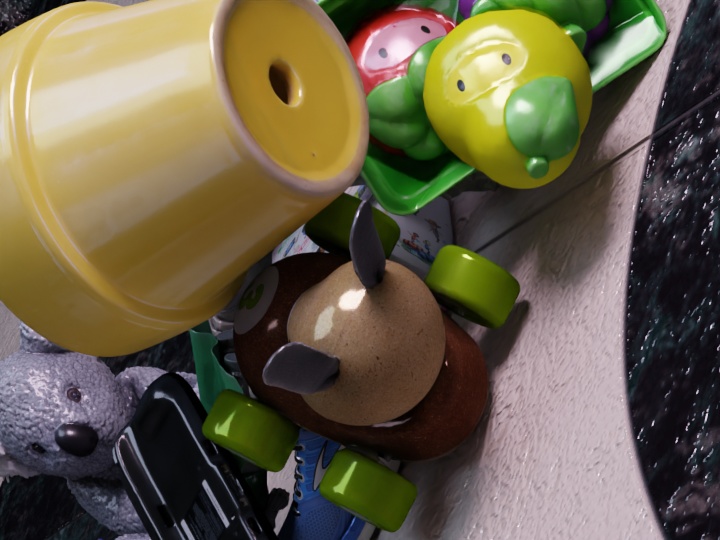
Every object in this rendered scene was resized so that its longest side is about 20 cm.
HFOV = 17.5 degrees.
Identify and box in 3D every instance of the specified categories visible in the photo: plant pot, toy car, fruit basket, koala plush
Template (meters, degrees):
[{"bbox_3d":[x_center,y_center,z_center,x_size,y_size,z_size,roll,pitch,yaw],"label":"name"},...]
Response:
[{"bbox_3d":[-0.104,-0.073,1.326,0.188,0.201,0.202,-23,41,36],"label":"plant pot"},{"bbox_3d":[-0.012,0.034,1.300,0.165,0.157,0.200,-63,-16,-8],"label":"toy car"},{"bbox_3d":[0.070,-0.126,1.349,0.215,0.156,0.216,-34,5,4],"label":"fruit basket"},{"bbox_3d":[-0.197,0.121,1.753,0.178,0.199,0.184,-62,17,10],"label":"koala plush"}]

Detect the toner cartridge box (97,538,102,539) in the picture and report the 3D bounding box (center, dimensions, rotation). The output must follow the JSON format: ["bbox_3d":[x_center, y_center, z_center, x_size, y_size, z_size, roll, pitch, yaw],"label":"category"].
[{"bbox_3d":[-0.143,0.257,1.576,0.043,0.095,0.200,-51,18,4],"label":"toner cartridge box"}]

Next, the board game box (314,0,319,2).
[{"bbox_3d":[0.025,-0.203,1.551,0.200,0.199,0.043,-65,22,-3],"label":"board game box"}]

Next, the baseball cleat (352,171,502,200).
[{"bbox_3d":[0.006,-0.100,1.507,0.070,0.198,0.107,91,-172,-61],"label":"baseball cleat"}]

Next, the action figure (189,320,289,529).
[{"bbox_3d":[-0.076,0.136,1.508,0.118,0.054,0.201,-115,22,-61],"label":"action figure"}]

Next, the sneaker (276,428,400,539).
[{"bbox_3d":[-0.021,0.107,1.445,0.201,0.089,0.079,-65,17,9],"label":"sneaker"}]

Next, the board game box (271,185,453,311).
[{"bbox_3d":[0.000,0.000,1.577,0.148,0.064,0.200,-55,20,27],"label":"board game box"}]

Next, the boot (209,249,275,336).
[{"bbox_3d":[-0.066,-0.015,1.761,0.200,0.067,0.131,-46,-31,-47],"label":"boot"}]

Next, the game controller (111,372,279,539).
[{"bbox_3d":[-0.093,0.162,1.458,0.201,0.042,0.104,58,132,26],"label":"game controller"}]
